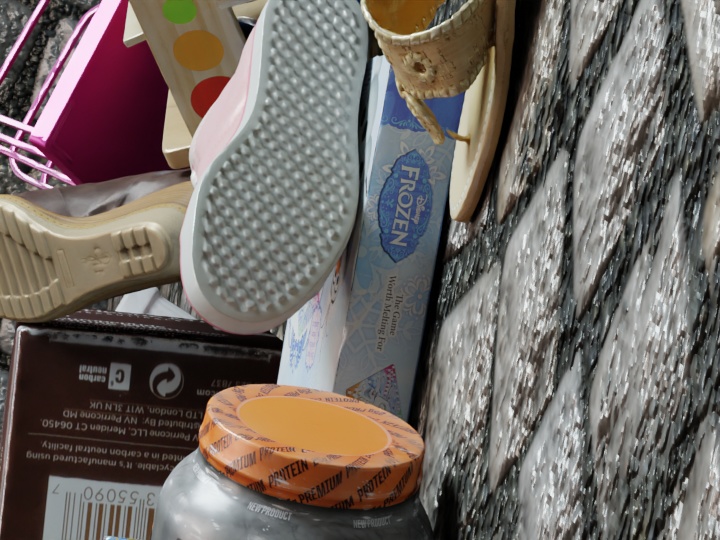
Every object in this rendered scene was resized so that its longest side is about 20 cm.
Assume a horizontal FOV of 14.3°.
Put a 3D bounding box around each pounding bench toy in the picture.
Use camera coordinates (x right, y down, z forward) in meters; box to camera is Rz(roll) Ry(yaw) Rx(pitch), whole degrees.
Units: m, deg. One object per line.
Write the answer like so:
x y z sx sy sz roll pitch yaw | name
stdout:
-0.028 -0.160 1.557 0.125 0.199 0.157 -87 -21 -49 | pounding bench toy

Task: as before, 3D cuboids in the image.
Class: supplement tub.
-0.038 0.159 1.238 0.123 0.122 0.201 -109 31 -72 | supplement tub

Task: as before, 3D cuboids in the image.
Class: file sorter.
-0.163 -0.114 1.727 0.140 0.125 0.200 -63 -28 -11 | file sorter

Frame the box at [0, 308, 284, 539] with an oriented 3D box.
-0.131 0.113 1.696 0.200 0.165 0.165 -156 71 -82 | box

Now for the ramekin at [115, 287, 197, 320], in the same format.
-0.154 0.117 1.992 0.202 0.094 0.203 -156 90 -90 | ramekin

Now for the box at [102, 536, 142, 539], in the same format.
-0.104 0.275 1.542 0.200 0.121 0.194 114 163 -60 | box

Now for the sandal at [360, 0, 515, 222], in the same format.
0.036 -0.117 1.224 0.078 0.069 0.213 -91 13 -50 | sandal

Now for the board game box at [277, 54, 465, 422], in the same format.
0.000 0.000 1.417 0.200 0.043 0.200 -178 98 -81 | board game box

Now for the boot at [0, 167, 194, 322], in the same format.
-0.122 -0.025 1.628 0.166 0.199 0.073 -23 -74 -51 | boot

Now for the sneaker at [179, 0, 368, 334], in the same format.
-0.046 -0.034 1.365 0.105 0.075 0.201 121 165 -52 | sneaker
